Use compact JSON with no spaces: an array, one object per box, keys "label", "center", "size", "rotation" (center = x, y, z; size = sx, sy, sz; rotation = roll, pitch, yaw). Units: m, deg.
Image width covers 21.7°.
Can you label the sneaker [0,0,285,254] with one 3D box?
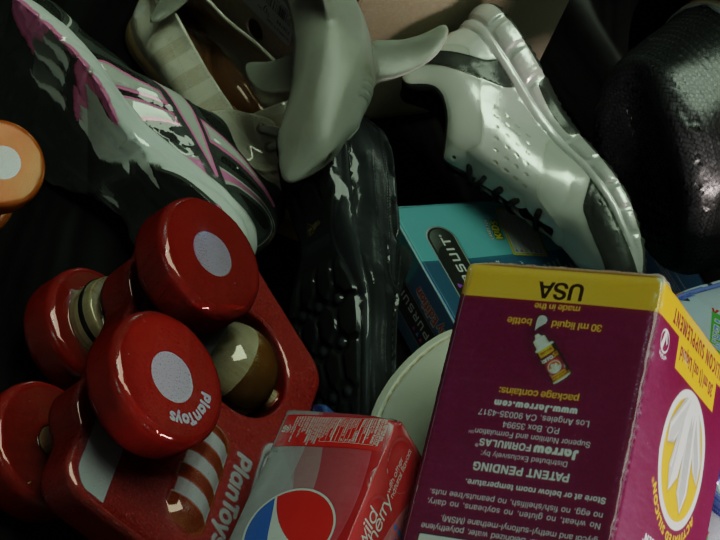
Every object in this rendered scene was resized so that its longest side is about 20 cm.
[{"label":"sneaker","center":[-0.124,-0.074,1.054],"size":[0.200,0.080,0.086],"rotation":[48,35,4]}]

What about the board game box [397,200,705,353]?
[{"label":"board game box","center":[0.119,0.027,1.109],"size":[0.200,0.047,0.151],"rotation":[-5,53,-34]}]

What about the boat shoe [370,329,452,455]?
[{"label":"boat shoe","center":[0.039,0.116,0.953],"size":[0.075,0.062,0.200],"rotation":[3,47,16]}]

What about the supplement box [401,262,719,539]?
[{"label":"supplement box","center":[0.096,0.113,0.879],"size":[0.103,0.131,0.200],"rotation":[5,70,28]}]

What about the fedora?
[{"label":"fedora","center":[0.196,-0.071,1.097],"size":[0.092,0.201,0.201],"rotation":[-26,65,-28]}]

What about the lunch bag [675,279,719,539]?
[{"label":"lunch bag","center":[0.224,0.078,1.013],"size":[0.200,0.076,0.160],"rotation":[-17,50,-30]}]

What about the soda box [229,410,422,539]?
[{"label":"soda box","center":[-0.029,0.160,0.831],"size":[0.063,0.070,0.200],"rotation":[-1,47,31]}]

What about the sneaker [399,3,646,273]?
[{"label":"sneaker","center":[0.095,-0.058,1.104],"size":[0.080,0.074,0.200],"rotation":[-30,72,-11]}]

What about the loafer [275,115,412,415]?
[{"label":"loafer","center":[0.000,0.000,1.032],"size":[0.070,0.068,0.201],"rotation":[13,61,-38]}]

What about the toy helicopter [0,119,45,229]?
[{"label":"toy helicopter","center":[-0.257,-0.086,0.942],"size":[0.132,0.079,0.200],"rotation":[-27,90,-28]}]

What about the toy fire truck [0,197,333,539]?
[{"label":"toy fire truck","center":[-0.081,0.072,0.921],"size":[0.168,0.112,0.200],"rotation":[44,38,-24]}]

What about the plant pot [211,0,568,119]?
[{"label":"plant pot","center":[0.008,-0.209,1.173],"size":[0.177,0.200,0.200],"rotation":[-30,69,-33]}]

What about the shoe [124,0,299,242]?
[{"label":"shoe","center":[-0.072,-0.098,1.111],"size":[0.070,0.053,0.200],"rotation":[-21,63,-42]}]

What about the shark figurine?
[{"label":"shark figurine","center":[-0.042,-0.156,1.035],"size":[0.128,0.090,0.215],"rotation":[-32,53,-8]}]
